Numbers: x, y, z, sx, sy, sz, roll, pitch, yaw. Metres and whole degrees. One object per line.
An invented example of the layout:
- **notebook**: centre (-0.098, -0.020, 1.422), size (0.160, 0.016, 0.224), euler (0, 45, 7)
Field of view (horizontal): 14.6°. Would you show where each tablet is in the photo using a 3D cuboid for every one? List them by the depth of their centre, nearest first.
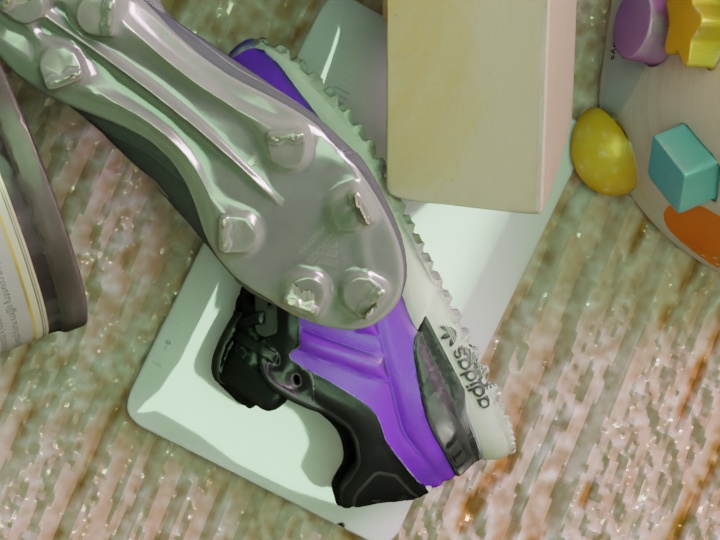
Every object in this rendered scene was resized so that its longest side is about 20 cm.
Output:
- **tablet**: centre (0.000, 0.000, 1.183), size (0.130, 0.014, 0.200), euler (27, 85, -11)

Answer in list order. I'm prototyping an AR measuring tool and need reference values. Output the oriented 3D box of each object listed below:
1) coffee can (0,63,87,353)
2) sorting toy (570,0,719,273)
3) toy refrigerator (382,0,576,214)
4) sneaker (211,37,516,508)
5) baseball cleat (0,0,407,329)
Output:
- **coffee can**: centre (-0.222, -0.010, 1.066), size (0.199, 0.146, 0.147), euler (-23, 95, -11)
- **sorting toy**: centre (0.169, -0.097, 1.133), size (0.106, 0.180, 0.201), euler (8, 88, -15)
- **toy refrigerator**: centre (0.044, -0.128, 1.064), size (0.070, 0.076, 0.201), euler (7, 123, 11)
- **sneaker**: centre (-0.022, 0.008, 1.137), size (0.099, 0.070, 0.201), euler (-28, 93, -4)
- **baseball cleat**: centre (-0.059, -0.061, 1.087), size (0.200, 0.106, 0.070), euler (44, 101, -11)
